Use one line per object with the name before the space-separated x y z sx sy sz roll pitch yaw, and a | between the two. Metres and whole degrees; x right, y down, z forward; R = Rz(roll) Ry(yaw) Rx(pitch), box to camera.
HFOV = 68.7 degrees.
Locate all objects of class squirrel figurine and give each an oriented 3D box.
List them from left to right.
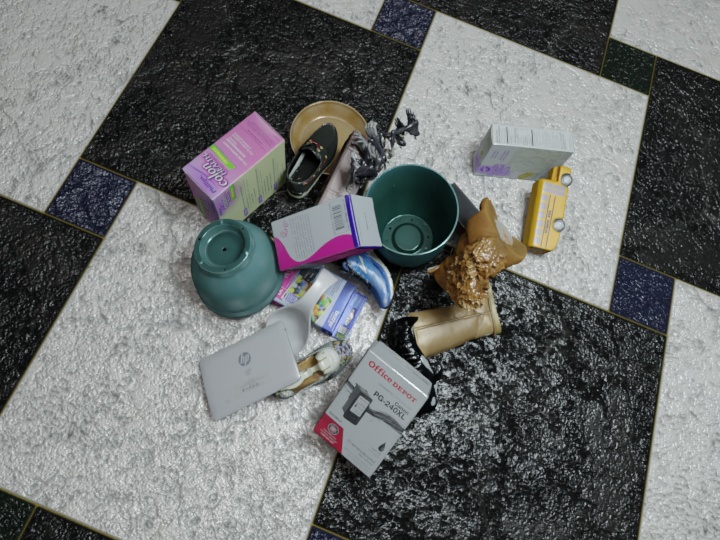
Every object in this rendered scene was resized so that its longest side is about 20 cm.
squirrel figurine | 0.217 -0.012 1.065 0.142 0.186 0.201 46 35 -8

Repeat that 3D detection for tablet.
tablet | -0.224 0.198 1.052 0.196 0.014 0.132 -26 66 4

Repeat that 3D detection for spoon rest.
spoon rest | -0.123 0.088 1.076 0.099 0.061 0.202 37 106 3

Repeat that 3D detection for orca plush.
orca plush | 0.114 0.197 1.071 0.102 0.071 0.206 -1 94 12

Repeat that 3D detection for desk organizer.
desk organizer | 0.242 -0.092 1.207 0.071 0.077 0.201 -31 76 -31

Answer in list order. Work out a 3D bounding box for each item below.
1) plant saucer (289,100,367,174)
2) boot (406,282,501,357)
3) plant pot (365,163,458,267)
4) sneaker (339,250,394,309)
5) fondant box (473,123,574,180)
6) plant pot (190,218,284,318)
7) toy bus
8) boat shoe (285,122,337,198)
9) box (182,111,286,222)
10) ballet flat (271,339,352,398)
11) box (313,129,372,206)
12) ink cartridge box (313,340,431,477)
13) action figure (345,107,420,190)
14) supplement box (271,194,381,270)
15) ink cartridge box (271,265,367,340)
plant saucer | -0.073 -0.315 1.278 0.195 0.036 0.205 2 71 -6
boot | 0.195 0.084 1.155 0.195 0.066 0.179 -12 71 -9
plant pot | 0.107 -0.101 1.149 0.195 0.161 0.206 -1 71 3
sneaker | 0.000 0.000 1.140 0.088 0.079 0.202 -27 75 -22
fondant box | 0.385 -0.279 1.262 0.194 0.145 0.060 5 71 -5
plant pot | -0.263 -0.021 1.080 0.195 0.135 0.205 -1 66 3
toy bus | 0.439 -0.144 1.241 0.076 0.065 0.205 12 83 -1
boat shoe | -0.106 -0.262 1.205 0.072 0.063 0.204 26 69 6
box | -0.263 -0.205 1.142 0.096 0.176 0.200 42 72 9
ballet flat | -0.098 0.204 1.074 0.197 0.072 0.073 -26 75 -15
box | -0.038 -0.199 1.182 0.074 0.100 0.204 25 83 -12
ink cartridge box | 0.025 0.262 1.016 0.144 0.083 0.202 36 101 8
action figure | 0.029 -0.256 1.095 0.200 0.118 0.103 -43 109 -21
supplement box | -0.070 -0.072 1.057 0.196 0.103 0.104 -14 85 29
ink cartridge box | -0.092 0.056 1.144 0.197 0.042 0.121 29 70 2
